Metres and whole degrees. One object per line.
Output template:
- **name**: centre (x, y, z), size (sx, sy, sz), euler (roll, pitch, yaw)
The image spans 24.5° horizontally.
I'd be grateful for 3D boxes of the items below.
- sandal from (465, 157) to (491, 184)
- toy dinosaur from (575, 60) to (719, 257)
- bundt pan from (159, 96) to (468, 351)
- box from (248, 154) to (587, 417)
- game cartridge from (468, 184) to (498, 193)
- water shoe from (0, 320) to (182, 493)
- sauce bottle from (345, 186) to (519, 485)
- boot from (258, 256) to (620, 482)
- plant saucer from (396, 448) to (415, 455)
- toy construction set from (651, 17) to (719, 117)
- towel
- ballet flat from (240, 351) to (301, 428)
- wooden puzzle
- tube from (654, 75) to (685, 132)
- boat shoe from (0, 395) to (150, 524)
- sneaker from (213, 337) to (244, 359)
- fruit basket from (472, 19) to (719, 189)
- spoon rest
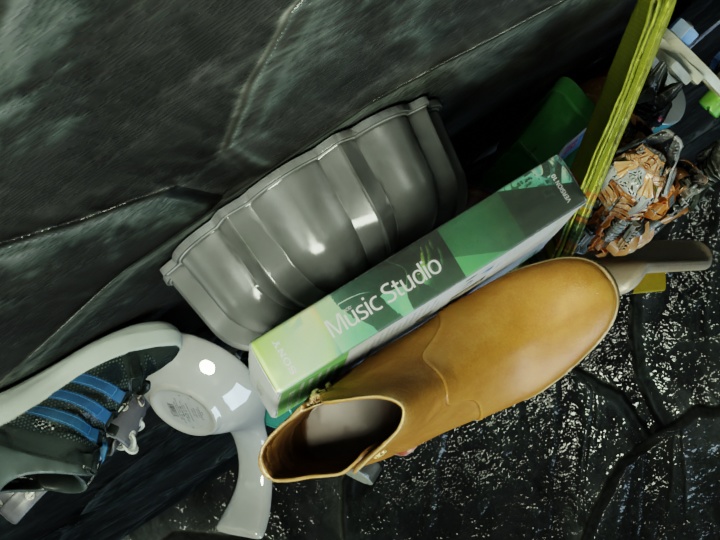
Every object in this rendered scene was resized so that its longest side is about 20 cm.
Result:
- **sandal**: centre (0.100, -0.061, 1.378), size (0.199, 0.043, 0.076), euler (-30, 173, -19)
- **toy dinosaur**: centre (0.176, -0.059, 1.098), size (0.136, 0.102, 0.200), euler (-46, -167, -15)
- **bundt pan**: centre (-0.017, -0.018, 1.002), size (0.201, 0.076, 0.202), euler (-33, 173, -4)
- **box**: centre (0.027, 0.013, 0.945), size (0.199, 0.036, 0.144), euler (-33, 174, -9)
- **game cartridge**: centre (0.020, -0.010, 1.168), size (0.199, 0.039, 0.129), euler (-29, -159, -28)
- **water shoe**: centre (-0.188, 0.103, 1.060), size (0.199, 0.079, 0.071), euler (-29, 173, -33)
- **sauce bottle**: centre (0.041, 0.042, 1.070), size (0.201, 0.066, 0.066), euler (-60, -179, -16)
- **boot**: centre (0.047, 0.061, 0.915), size (0.200, 0.071, 0.144), euler (-29, 178, 17)
- **plant saucer**: centre (0.029, 0.060, 1.394), size (0.200, 0.037, 0.200), euler (-53, -154, -21)
- **toy construction set**: centre (0.280, -0.174, 1.136), size (0.199, 0.092, 0.131), euler (-33, 163, 12)
- **towel**: centre (0.146, -0.082, 1.042), size (0.086, 0.018, 0.201), euler (-96, -153, -77)
- **ballet flat**: centre (-0.036, 0.078, 1.185), size (0.072, 0.072, 0.200), euler (-30, -174, -17)
- **wooden puzzle**: centre (0.147, 0.004, 1.226), size (0.184, 0.038, 0.200), euler (-1, -175, 27)
- **tube**: centre (0.217, -0.121, 1.505), size (0.077, 0.051, 0.200), euler (-24, 175, -30)
- **boat shoe**: centre (-0.191, 0.116, 1.213), size (0.199, 0.063, 0.073), euler (-30, 171, -31)
- **sneaker**: centre (-0.079, 0.055, 1.363), size (0.090, 0.079, 0.200), euler (-3, -160, 39)
- **fruit basket**: centre (0.187, -0.105, 1.258), size (0.199, 0.094, 0.185), euler (-33, 174, -25)
- **spoon rest**: centre (-0.104, 0.111, 1.204), size (0.099, 0.201, 0.061), euler (7, -133, 23)
